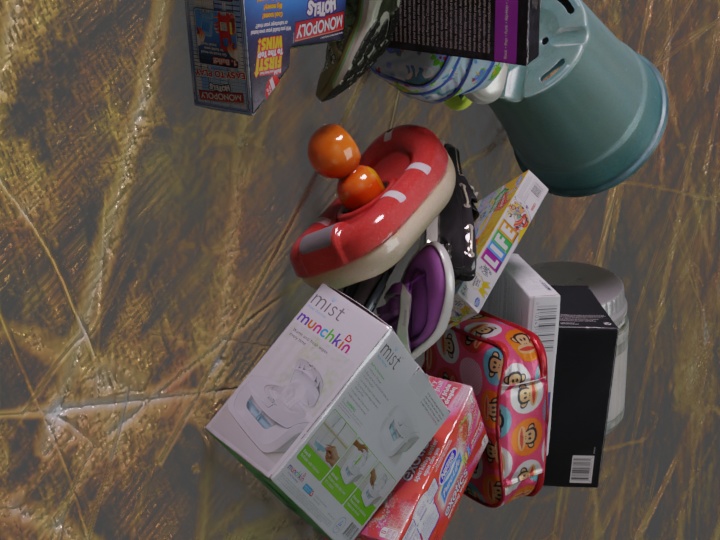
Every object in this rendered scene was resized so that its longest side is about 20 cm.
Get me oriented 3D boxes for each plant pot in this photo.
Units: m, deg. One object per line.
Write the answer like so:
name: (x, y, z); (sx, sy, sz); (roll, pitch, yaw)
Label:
plant pot: (0.227, -0.216, 1.812); (0.196, 0.199, 0.202); (39, 65, -53)

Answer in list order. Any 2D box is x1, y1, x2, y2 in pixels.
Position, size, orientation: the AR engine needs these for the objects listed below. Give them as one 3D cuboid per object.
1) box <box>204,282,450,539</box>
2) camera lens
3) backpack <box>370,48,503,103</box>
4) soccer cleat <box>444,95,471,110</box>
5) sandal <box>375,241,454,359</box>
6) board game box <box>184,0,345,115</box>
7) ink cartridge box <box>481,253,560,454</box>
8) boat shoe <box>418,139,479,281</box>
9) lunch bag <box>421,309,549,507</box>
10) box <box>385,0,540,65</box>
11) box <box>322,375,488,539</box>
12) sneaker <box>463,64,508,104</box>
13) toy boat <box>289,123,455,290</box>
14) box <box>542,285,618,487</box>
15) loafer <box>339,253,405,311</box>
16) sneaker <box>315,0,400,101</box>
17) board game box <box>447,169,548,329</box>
box: (-0.023, 0.141, 1.488); (0.177, 0.096, 0.200); (-52, 147, -10)
camera lens: (0.260, 0.109, 2.020); (0.160, 0.159, 0.202); (-37, 132, -53)
backpack: (0.081, -0.266, 1.546); (0.154, 0.162, 0.201); (-37, 140, -41)
soccer cleat: (0.126, -0.272, 1.704); (0.083, 0.064, 0.202); (-4, 102, -48)
sandal: (0.040, 0.049, 1.591); (0.049, 0.083, 0.203); (-9, 149, -29)
board game box: (-0.082, -0.237, 1.317); (0.200, 0.061, 0.202); (-22, 120, -60)
ink cartridge box: (0.177, 0.089, 1.846); (0.200, 0.040, 0.201); (-126, -144, -66)
boat shoe: (0.096, -0.063, 1.669); (0.201, 0.060, 0.074); (-84, -174, -51)
lunch bag: (0.128, 0.149, 1.765); (0.081, 0.176, 0.202); (-12, 111, -34)
box: (0.068, -0.272, 1.448); (0.036, 0.199, 0.144); (-40, 135, -55)
box: (0.046, 0.213, 1.626); (0.201, 0.095, 0.100); (-60, 149, -31)
sneaker: (0.129, -0.270, 1.615); (0.072, 0.084, 0.202); (-11, 100, -31)
toy boat: (-0.002, -0.082, 1.501); (0.131, 0.130, 0.200); (57, 43, -16)
box: (0.240, 0.134, 1.864); (0.141, 0.078, 0.202); (-103, -164, -71)
loafer: (0.000, 0.000, 1.594); (0.201, 0.063, 0.072); (-60, 179, -24)
sneaker: (-0.012, -0.249, 1.438); (0.077, 0.088, 0.201); (-34, 152, -54)
board game box: (0.117, -0.011, 1.731); (0.034, 0.134, 0.200); (43, 51, -12)
